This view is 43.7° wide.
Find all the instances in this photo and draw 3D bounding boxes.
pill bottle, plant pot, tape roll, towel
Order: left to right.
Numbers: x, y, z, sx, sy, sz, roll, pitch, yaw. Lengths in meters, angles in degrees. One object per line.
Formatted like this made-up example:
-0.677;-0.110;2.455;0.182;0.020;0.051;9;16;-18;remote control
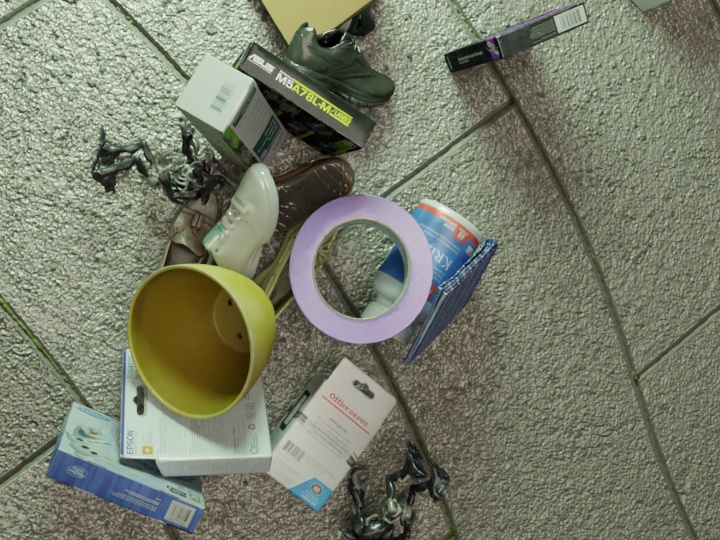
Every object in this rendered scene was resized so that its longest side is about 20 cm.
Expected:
-0.190;0.079;1.207;0.197;0.142;0.204;6;104;25;plant pot
0.000;0.000;1.243;0.196;0.066;0.204;0;86;-2;tape roll
0.086;0.006;1.334;0.111;0.112;0.202;32;85;-15;pill bottle
0.130;0.041;1.300;0.024;0.200;0.146;33;125;14;towel

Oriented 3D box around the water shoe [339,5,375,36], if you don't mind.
-0.003;-0.446;1.311;0.078;0.071;0.204;6;98;-35;water shoe

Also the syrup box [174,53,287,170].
-0.167;-0.200;1.201;0.081;0.200;0.080;30;84;13;syrup box

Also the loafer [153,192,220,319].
-0.248;-0.020;1.265;0.071;0.063;0.203;24;87;-13;loafer

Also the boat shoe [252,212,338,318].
-0.092;-0.005;1.299;0.201;0.063;0.073;-47;126;-6;boat shoe

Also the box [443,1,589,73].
0.220;-0.335;1.303;0.141;0.200;0.037;-25;104;-11;box

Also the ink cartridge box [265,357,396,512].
-0.051;0.236;1.335;0.116;0.068;0.201;40;84;-14;ink cartridge box

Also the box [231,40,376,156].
-0.090;-0.226;1.225;0.191;0.200;0.048;29;86;-14;box

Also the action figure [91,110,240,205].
-0.261;-0.149;1.225;0.196;0.120;0.103;5;130;-7;action figure

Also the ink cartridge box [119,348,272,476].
-0.227;0.190;1.227;0.196;0.201;0.041;4;130;-15;ink cartridge box

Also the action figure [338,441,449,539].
0.043;0.354;1.349;0.118;0.103;0.201;33;111;-21;action figure

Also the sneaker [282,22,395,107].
-0.020;-0.290;1.270;0.198;0.076;0.092;5;118;-43;sneaker

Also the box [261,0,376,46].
-0.053;-0.425;1.260;0.198;0.021;0.165;-33;89;11;box

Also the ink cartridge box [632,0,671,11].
0.510;-0.516;1.413;0.066;0.116;0.201;39;84;-14;ink cartridge box

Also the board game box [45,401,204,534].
-0.308;0.259;1.198;0.198;0.199;0.044;27;92;-15;board game box

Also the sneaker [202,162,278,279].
-0.173;-0.054;1.227;0.087;0.075;0.202;-7;133;-35;sneaker

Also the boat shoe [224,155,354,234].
-0.100;-0.109;1.298;0.197;0.072;0.077;-19;114;6;boat shoe
